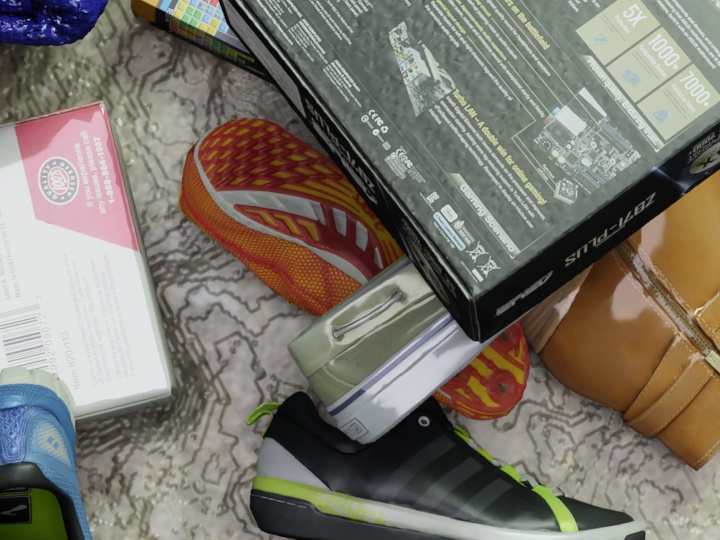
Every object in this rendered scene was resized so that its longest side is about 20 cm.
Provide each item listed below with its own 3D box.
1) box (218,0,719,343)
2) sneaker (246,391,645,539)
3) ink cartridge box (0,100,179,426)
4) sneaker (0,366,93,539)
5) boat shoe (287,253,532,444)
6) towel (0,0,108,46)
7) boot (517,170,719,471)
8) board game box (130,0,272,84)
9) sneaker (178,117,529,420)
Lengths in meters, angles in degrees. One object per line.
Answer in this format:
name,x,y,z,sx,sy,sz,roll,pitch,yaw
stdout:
box,0.055,-0.099,1.072,0.164,0.086,0.200,-37,76,-5
sneaker,0.042,0.098,1.177,0.200,0.072,0.083,8,81,-2
ink cartridge box,-0.200,0.015,1.168,0.200,0.083,0.147,-13,85,-3
sneaker,-0.157,0.146,1.121,0.078,0.089,0.200,-8,126,-5
boat shoe,0.054,-0.006,1.119,0.200,0.072,0.062,-43,96,-12
towel,-0.179,-0.175,1.142,0.148,0.200,0.050,9,122,-1
boot,0.170,-0.016,1.197,0.155,0.074,0.200,41,96,3
board game box,0.002,-0.181,1.212,0.165,0.057,0.200,26,84,1
sneaker,0.000,0.000,1.186,0.200,0.077,0.073,41,67,2
